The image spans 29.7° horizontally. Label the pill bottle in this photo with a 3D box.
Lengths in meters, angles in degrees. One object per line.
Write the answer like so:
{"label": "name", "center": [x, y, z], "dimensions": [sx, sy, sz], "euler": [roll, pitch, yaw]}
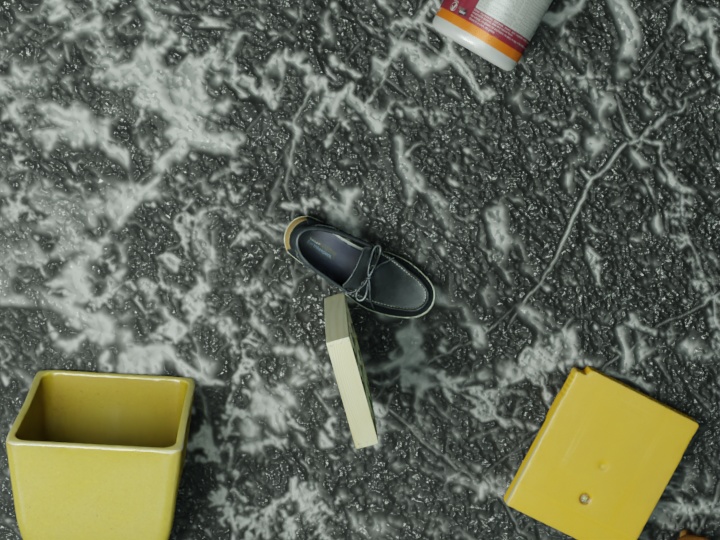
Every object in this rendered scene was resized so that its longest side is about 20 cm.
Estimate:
{"label": "pill bottle", "center": [0.172, -0.336, 1.520], "dimensions": [0.109, 0.110, 0.202], "euler": [28, 99, -8]}

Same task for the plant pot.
{"label": "plant pot", "center": [-0.299, 0.252, 1.588], "dimensions": [0.191, 0.196, 0.203], "euler": [3, 109, -3]}

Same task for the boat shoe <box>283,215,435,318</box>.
{"label": "boat shoe", "center": [0.000, 0.000, 1.607], "dimensions": [0.198, 0.062, 0.075], "euler": [29, 92, -9]}

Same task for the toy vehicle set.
{"label": "toy vehicle set", "center": [-0.012, 0.111, 1.561], "dimensions": [0.026, 0.200, 0.126], "euler": [-15, 103, 1]}

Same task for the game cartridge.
{"label": "game cartridge", "center": [0.299, 0.238, 1.692], "dimensions": [0.175, 0.032, 0.202], "euler": [26, 97, -8]}

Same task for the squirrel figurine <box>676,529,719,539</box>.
{"label": "squirrel figurine", "center": [0.465, 0.405, 1.698], "dimensions": [0.198, 0.141, 0.189], "euler": [-24, 92, -12]}
